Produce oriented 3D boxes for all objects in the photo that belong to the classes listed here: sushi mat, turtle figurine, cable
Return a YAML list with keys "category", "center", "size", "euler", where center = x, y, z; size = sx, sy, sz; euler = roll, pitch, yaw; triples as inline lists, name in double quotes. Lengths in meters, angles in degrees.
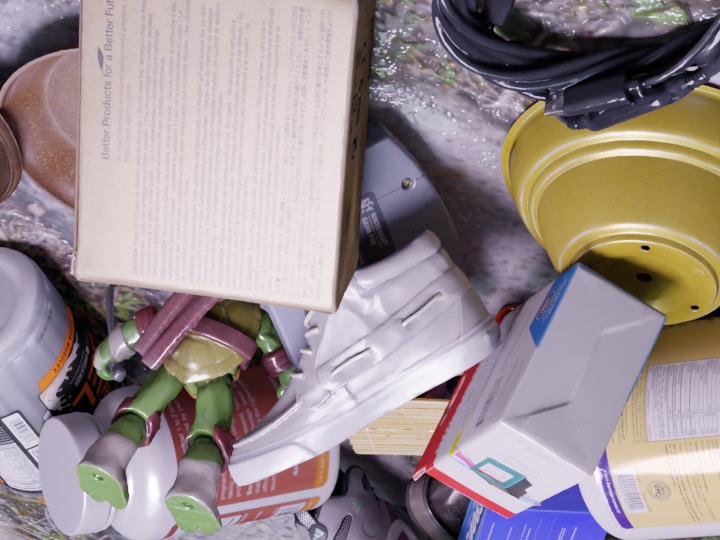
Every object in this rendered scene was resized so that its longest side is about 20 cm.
- category: "sushi mat"
  center: [0.078, 0.112, 1.619]
  size: [0.199, 0.012, 0.096]
  euler: [1, 150, 18]
- category: "turtle figurine"
  center: [-0.110, 0.088, 1.560]
  size: [0.144, 0.194, 0.200]
  euler: [34, 147, -17]
- category: "cable"
  center: [0.138, -0.154, 1.280]
  size: [0.200, 0.051, 0.163]
  euler: [-19, 130, 42]

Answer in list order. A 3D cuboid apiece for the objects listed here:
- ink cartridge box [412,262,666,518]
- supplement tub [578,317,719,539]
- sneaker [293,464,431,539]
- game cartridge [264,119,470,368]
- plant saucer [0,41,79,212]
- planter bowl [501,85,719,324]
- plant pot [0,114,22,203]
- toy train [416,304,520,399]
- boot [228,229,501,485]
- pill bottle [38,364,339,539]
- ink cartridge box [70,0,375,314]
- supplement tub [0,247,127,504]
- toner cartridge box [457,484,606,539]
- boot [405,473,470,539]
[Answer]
- category: "ink cartridge box"
  center: [0.107, 0.082, 1.438]
  size: [0.067, 0.116, 0.200]
  euler: [30, 160, -5]
- category: "supplement tub"
  center: [0.253, 0.101, 1.514]
  size: [0.199, 0.146, 0.145]
  euler: [-8, 141, 28]
- category: "sneaker"
  center: [0.005, 0.190, 1.791]
  size: [0.078, 0.140, 0.200]
  euler: [-38, 172, 14]
- category: "game cartridge"
  center: [0.000, 0.000, 1.485]
  size: [0.133, 0.042, 0.200]
  euler: [-29, 131, -9]
- category: "plant saucer"
  center: [-0.132, -0.089, 1.471]
  size: [0.200, 0.037, 0.201]
  euler: [10, 145, 7]
- category: "planter bowl"
  center: [0.179, -0.024, 1.413]
  size: [0.200, 0.084, 0.201]
  euler: [9, 146, 6]
- category: "plant pot"
  center: [-0.350, -0.031, 1.458]
  size: [0.200, 0.199, 0.200]
  euler: [20, 150, 12]
- category: "toy train"
  center: [0.078, 0.076, 1.628]
  size: [0.199, 0.056, 0.150]
  euler: [-9, 146, 31]
- category: "boot"
  center: [-0.015, 0.052, 1.453]
  size: [0.200, 0.074, 0.096]
  euler: [-31, 94, 12]
- category: "pill bottle"
  center: [-0.124, 0.132, 1.649]
  size: [0.199, 0.112, 0.112]
  euler: [-7, 157, -30]
- category: "ink cartridge box"
  center: [-0.080, -0.087, 1.345]
  size: [0.164, 0.075, 0.201]
  euler: [9, 115, 8]
- category: "supplement tub"
  center: [-0.245, 0.085, 1.688]
  size: [0.122, 0.123, 0.200]
  euler: [-3, 144, 23]
- category: "toner cartridge box"
  center: [0.119, 0.217, 1.710]
  size: [0.095, 0.043, 0.200]
  euler: [5, 140, -8]
- category: "boot"
  center: [0.150, 0.184, 1.745]
  size: [0.200, 0.069, 0.174]
  euler: [33, 138, -32]
